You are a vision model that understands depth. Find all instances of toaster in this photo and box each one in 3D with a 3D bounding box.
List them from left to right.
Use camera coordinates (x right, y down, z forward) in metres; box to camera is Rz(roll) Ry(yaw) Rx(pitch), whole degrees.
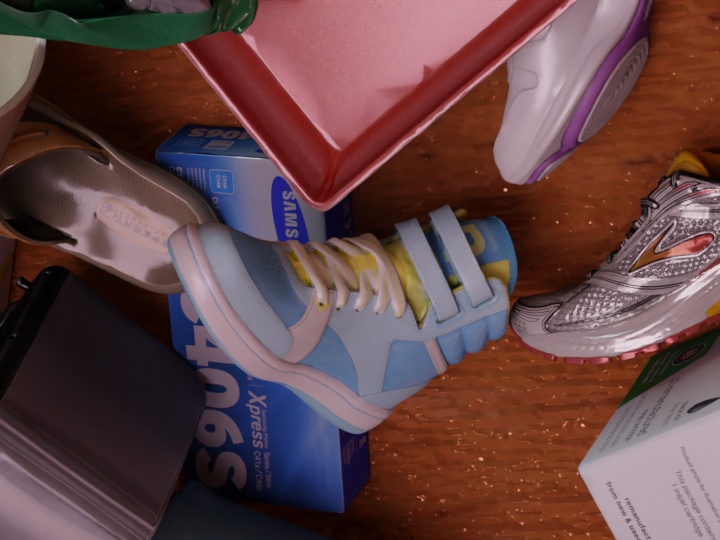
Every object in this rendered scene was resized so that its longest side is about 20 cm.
[{"bbox_3d":[-0.181,0.120,1.407,0.119,0.200,0.181,34,114,-8],"label":"toaster"}]

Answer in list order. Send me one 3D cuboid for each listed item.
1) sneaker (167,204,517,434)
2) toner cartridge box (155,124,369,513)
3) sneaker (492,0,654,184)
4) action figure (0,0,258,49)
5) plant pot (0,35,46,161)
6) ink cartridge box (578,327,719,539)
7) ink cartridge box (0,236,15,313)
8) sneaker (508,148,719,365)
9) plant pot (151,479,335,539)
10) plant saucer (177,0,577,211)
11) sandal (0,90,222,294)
[{"bbox_3d":[0.000,0.000,1.326,0.130,0.200,0.080,-32,61,14],"label":"sneaker"},{"bbox_3d":[-0.051,0.026,1.455,0.095,0.043,0.201,4,113,19],"label":"toner cartridge box"},{"bbox_3d":[0.095,-0.140,1.315,0.099,0.075,0.200,26,111,17],"label":"sneaker"},{"bbox_3d":[-0.138,-0.125,1.242,0.118,0.200,0.055,11,99,61],"label":"action figure"},{"bbox_3d":[-0.261,-0.049,1.327,0.187,0.187,0.200,28,132,9],"label":"plant pot"},{"bbox_3d":[0.222,0.065,1.302,0.200,0.147,0.083,-25,100,28],"label":"ink cartridge box"},{"bbox_3d":[-0.251,-0.019,1.502,0.117,0.067,0.200,17,118,11],"label":"ink cartridge box"},{"bbox_3d":[0.160,-0.016,1.340,0.200,0.078,0.082,-26,95,20],"label":"sneaker"},{"bbox_3d":[-0.057,0.216,1.445,0.188,0.200,0.200,38,121,1],"label":"plant pot"},{"bbox_3d":[-0.008,-0.163,1.284,0.200,0.037,0.200,-39,89,25],"label":"plant saucer"},{"bbox_3d":[-0.165,-0.042,1.400,0.200,0.054,0.080,25,111,2],"label":"sandal"}]
